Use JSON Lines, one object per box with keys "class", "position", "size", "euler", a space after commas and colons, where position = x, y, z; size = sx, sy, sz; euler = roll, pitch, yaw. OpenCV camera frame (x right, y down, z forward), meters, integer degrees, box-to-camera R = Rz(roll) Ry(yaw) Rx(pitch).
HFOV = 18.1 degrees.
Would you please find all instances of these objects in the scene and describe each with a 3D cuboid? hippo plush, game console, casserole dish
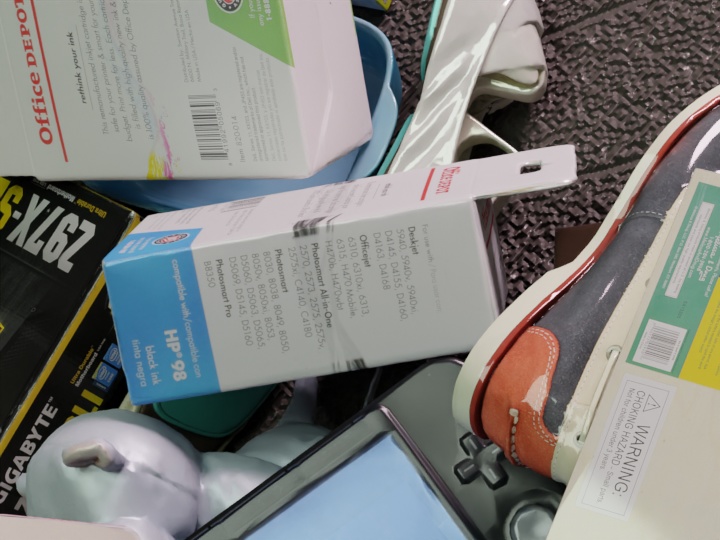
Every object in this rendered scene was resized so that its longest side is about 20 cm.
{"class": "hippo plush", "position": [-0.056, 0.107, 0.954], "size": [0.159, 0.161, 0.200], "euler": [-28, 55, 55]}
{"class": "game console", "position": [0.003, 0.143, 0.831], "size": [0.200, 0.118, 0.171], "euler": [-36, 76, -3]}
{"class": "casserole dish", "position": [-0.059, -0.076, 1.139], "size": [0.200, 0.039, 0.121], "euler": [14, 78, 35]}

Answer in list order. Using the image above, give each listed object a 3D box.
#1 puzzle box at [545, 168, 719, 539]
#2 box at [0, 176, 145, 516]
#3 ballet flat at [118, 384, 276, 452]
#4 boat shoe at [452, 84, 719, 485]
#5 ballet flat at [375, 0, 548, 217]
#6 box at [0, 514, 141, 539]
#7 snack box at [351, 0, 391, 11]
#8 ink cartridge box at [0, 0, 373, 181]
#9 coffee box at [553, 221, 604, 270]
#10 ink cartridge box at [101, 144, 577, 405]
{"class": "puzzle box", "position": [0.144, 0.069, 0.768], "size": [0.133, 0.025, 0.200], "euler": [16, 71, 25]}
{"class": "box", "position": [-0.188, 0.024, 1.140], "size": [0.200, 0.049, 0.160], "euler": [25, 82, 50]}
{"class": "ballet flat", "position": [-0.097, 0.073, 1.086], "size": [0.069, 0.069, 0.200], "euler": [30, 87, 36]}
{"class": "boat shoe", "position": [0.119, 0.002, 0.860], "size": [0.063, 0.071, 0.200], "euler": [29, 62, 34]}
{"class": "ballet flat", "position": [0.053, -0.074, 1.064], "size": [0.069, 0.069, 0.200], "euler": [16, 83, 35]}
{"class": "box", "position": [-0.144, 0.203, 0.820], "size": [0.200, 0.109, 0.128], "euler": [-62, 39, 23]}
{"class": "snack box", "position": [-0.028, -0.233, 1.087], "size": [0.053, 0.200, 0.142], "euler": [14, 78, 35]}
{"class": "ink cartridge box", "position": [-0.103, -0.106, 1.078], "size": [0.200, 0.067, 0.117], "euler": [1, 111, 29]}
{"class": "coffee box", "position": [0.140, 0.080, 0.927], "size": [0.114, 0.080, 0.200], "euler": [-8, 66, 26]}
{"class": "ink cartridge box", "position": [0.000, 0.000, 0.977], "size": [0.200, 0.116, 0.067], "euler": [-9, 100, 7]}
